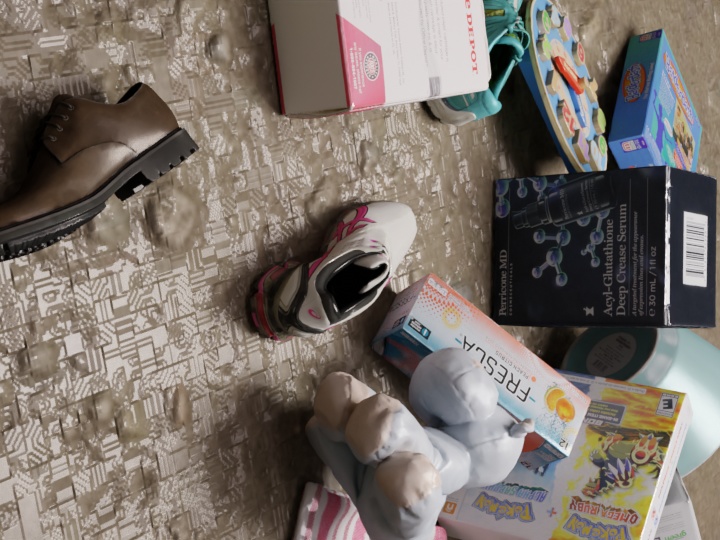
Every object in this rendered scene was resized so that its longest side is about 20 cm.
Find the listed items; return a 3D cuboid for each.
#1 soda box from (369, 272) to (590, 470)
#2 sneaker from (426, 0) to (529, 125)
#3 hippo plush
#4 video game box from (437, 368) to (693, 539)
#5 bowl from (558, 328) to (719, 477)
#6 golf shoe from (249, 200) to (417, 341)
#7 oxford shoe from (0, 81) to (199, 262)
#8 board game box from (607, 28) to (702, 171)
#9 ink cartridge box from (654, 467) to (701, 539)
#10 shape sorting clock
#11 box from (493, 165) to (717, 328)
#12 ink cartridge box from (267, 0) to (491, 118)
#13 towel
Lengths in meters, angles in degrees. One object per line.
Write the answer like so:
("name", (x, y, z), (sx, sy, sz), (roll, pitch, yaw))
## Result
("soda box", (0.110, 0.094, 1.224), (0.199, 0.063, 0.069), (38, 57, -12))
("sneaker", (0.131, -0.223, 1.305), (0.077, 0.079, 0.202), (42, 58, -41))
("hippo plush", (0.068, 0.148, 1.105), (0.160, 0.159, 0.202), (-28, 87, -21))
("video game box", (0.192, 0.183, 1.276), (0.184, 0.198, 0.047), (-66, 148, -27))
("bowl", (0.279, 0.120, 1.394), (0.105, 0.199, 0.202), (50, 53, -28))
("golf shoe", (0.000, 0.000, 1.134), (0.200, 0.091, 0.073), (-41, 118, -44))
("oxford shoe", (-0.203, -0.069, 0.919), (0.200, 0.072, 0.085), (-42, 103, -45))
("board game box", (0.341, -0.155, 1.552), (0.153, 0.045, 0.201), (58, 36, -32))
("ink cartridge box", (0.238, 0.302, 1.326), (0.084, 0.197, 0.177), (-89, 162, -68))
("shape sorting clock", (0.218, -0.190, 1.407), (0.200, 0.039, 0.202), (36, 47, -50))
("box", (0.240, -0.018, 1.339), (0.106, 0.198, 0.151), (5, 85, -49))
("ink cartridge box", (0.018, -0.215, 1.165), (0.199, 0.082, 0.149), (-16, 101, -49))
("towel", (0.003, 0.276, 1.180), (0.199, 0.030, 0.148), (28, 67, -46))
